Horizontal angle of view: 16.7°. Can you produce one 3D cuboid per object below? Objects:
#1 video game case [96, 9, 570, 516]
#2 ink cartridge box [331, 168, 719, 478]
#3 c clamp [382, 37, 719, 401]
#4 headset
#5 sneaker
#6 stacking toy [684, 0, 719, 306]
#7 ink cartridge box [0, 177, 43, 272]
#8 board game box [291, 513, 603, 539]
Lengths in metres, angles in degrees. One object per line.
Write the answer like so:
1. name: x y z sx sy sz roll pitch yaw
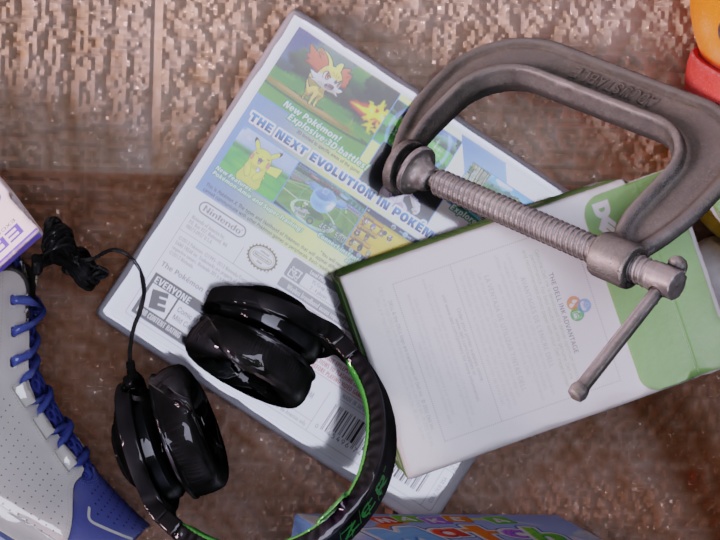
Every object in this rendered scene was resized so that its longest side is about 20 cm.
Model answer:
1. video game case: 0.000 0.000 1.224 0.200 0.022 0.183 33 88 -4
2. ink cartridge box: 0.096 0.018 1.189 0.199 0.059 0.104 -19 93 -3
3. c clamp: 0.087 -0.042 1.147 0.171 0.200 0.027 -41 138 -20
4. headset: -0.074 0.051 1.144 0.124 0.094 0.200 -45 64 -7
5. sneaker: -0.174 0.055 1.180 0.199 0.081 0.115 36 90 -3
6. stacking toy: 0.207 -0.058 1.203 0.145 0.146 0.201 13 106 -5
7. ink cartridge box: -0.243 0.018 1.121 0.198 0.200 0.043 -42 127 -4
8. board game box: 0.075 0.154 1.123 0.151 0.200 0.037 3 98 -27
